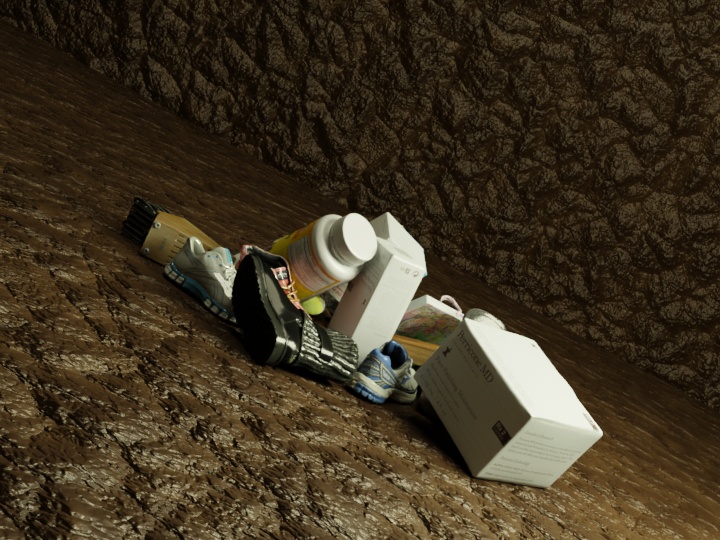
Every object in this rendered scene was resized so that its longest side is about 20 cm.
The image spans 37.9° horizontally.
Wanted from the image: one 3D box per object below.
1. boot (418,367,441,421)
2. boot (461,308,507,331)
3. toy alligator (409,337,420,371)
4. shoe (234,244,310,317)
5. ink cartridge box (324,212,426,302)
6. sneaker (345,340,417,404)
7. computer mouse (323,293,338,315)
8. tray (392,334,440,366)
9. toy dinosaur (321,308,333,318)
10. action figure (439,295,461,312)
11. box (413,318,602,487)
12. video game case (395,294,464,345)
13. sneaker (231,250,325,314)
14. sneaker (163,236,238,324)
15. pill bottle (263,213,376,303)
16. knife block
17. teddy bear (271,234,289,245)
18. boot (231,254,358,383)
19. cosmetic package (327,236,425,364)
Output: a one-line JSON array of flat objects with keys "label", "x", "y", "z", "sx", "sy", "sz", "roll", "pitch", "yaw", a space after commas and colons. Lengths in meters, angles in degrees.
[{"label": "boot", "x": 0.179, "y": 0.216, "z": 1.721, "sx": 0.184, "sy": 0.065, "sz": 0.200, "roll": 14, "pitch": 6, "yaw": -3}, {"label": "boot", "x": 0.201, "y": 0.143, "z": 1.859, "sx": 0.188, "sy": 0.069, "sz": 0.199, "roll": 39, "pitch": -22, "yaw": -21}, {"label": "toy alligator", "x": 0.132, "y": 0.169, "z": 1.881, "sx": 0.198, "sy": 0.055, "sz": 0.059, "roll": 28, "pitch": 9, "yaw": 1}, {"label": "shoe", "x": -0.126, "y": 0.043, "z": 1.632, "sx": 0.199, "sy": 0.092, "sz": 0.071, "roll": 35, "pitch": 29, "yaw": 26}, {"label": "ink cartridge box", "x": 0.000, "y": 0.000, "z": 1.798, "sx": 0.116, "sy": 0.199, "sz": 0.068, "roll": 43, "pitch": 28, "yaw": -37}, {"label": "sneaker", "x": 0.053, "y": 0.154, "z": 1.625, "sx": 0.077, "sy": 0.086, "sz": 0.200, "roll": 30, "pitch": 8, "yaw": 19}, {"label": "computer mouse", "x": -0.017, "y": 0.067, "z": 1.922, "sx": 0.044, "sy": 0.110, "sz": 0.200, "roll": 43, "pitch": -6, "yaw": -21}, {"label": "tray", "x": 0.083, "y": 0.135, "z": 1.789, "sx": 0.198, "sy": 0.038, "sz": 0.098, "roll": 11, "pitch": 0, "yaw": 30}, {"label": "toy dinosaur", "x": -0.100, "y": 0.049, "z": 1.919, "sx": 0.199, "sy": 0.061, "sz": 0.106, "roll": 33, "pitch": 22, "yaw": 24}, {"label": "action figure", "x": 0.096, "y": 0.088, "z": 1.977, "sx": 0.200, "sy": 0.149, "sz": 0.134, "roll": 38, "pitch": 7, "yaw": -35}, {"label": "box", "x": 0.218, "y": 0.199, "z": 1.556, "sx": 0.199, "sy": 0.131, "sz": 0.200, "roll": 19, "pitch": 29, "yaw": -45}, {"label": "video game case", "x": 0.135, "y": 0.106, "z": 1.875, "sx": 0.199, "sy": 0.018, "sz": 0.142, "roll": 27, "pitch": -36, "yaw": -36}, {"label": "sneaker", "x": -0.146, "y": 0.041, "z": 1.783, "sx": 0.198, "sy": 0.075, "sz": 0.077, "roll": 23, "pitch": 36, "yaw": -30}, {"label": "sneaker", "x": -0.215, "y": 0.013, "z": 1.617, "sx": 0.199, "sy": 0.087, "sz": 0.075, "roll": 33, "pitch": 8, "yaw": 23}, {"label": "pill bottle", "x": -0.069, "y": -0.020, "z": 1.687, "sx": 0.109, "sy": 0.111, "sz": 0.199, "roll": 19, "pitch": -33, "yaw": -41}, {"label": "knife block", "x": -0.308, "y": -0.052, "z": 1.776, "sx": 0.198, "sy": 0.065, "sz": 0.176, "roll": 26, "pitch": 10, "yaw": -8}, {"label": "teddy bear", "x": -0.075, "y": -0.015, "z": 1.897, "sx": 0.198, "sy": 0.068, "sz": 0.145, "roll": 14, "pitch": -13, "yaw": -15}, {"label": "boot", "x": -0.099, "y": 0.074, "z": 1.546, "sx": 0.156, "sy": 0.080, "sz": 0.212, "roll": 15, "pitch": 38, "yaw": -36}, {"label": "cosmetic package", "x": 0.018, "y": 0.058, "z": 1.686, "sx": 0.073, "sy": 0.202, "sz": 0.102, "roll": 22, "pitch": 10, "yaw": -26}]
